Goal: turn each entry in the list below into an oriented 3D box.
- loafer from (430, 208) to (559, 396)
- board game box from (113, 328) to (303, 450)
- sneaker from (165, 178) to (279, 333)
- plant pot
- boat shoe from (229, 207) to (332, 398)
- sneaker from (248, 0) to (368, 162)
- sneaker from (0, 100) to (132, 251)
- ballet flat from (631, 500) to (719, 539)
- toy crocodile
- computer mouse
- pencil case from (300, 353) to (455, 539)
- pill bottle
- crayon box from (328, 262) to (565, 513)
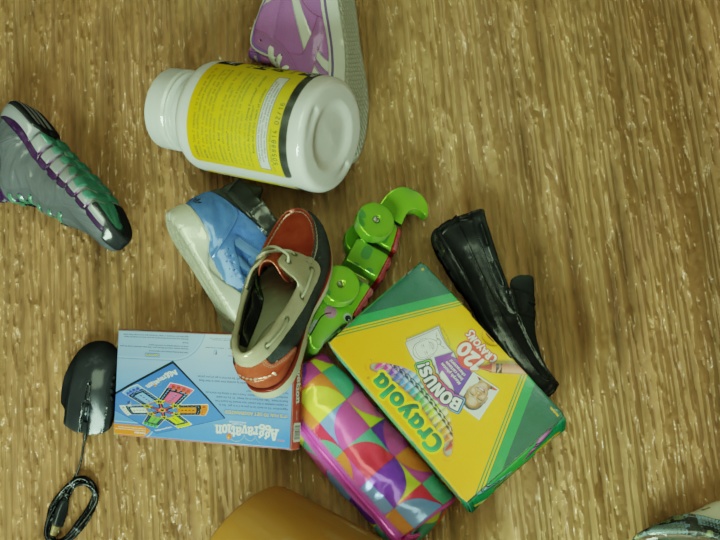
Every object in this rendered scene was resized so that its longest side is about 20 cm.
[{"bbox_3d":[0.141,0.030,1.228,0.070,0.068,0.201,-30,73,1],"label":"loafer"},{"bbox_3d":[-0.144,0.109,1.185,0.199,0.019,0.104,1,86,27],"label":"board game box"},{"bbox_3d":[-0.095,0.007,1.234,0.111,0.077,0.201,-29,87,-19],"label":"sneaker"},{"bbox_3d":[-0.043,0.294,1.109,0.183,0.200,0.200,35,78,26],"label":"plant pot"},{"bbox_3d":[-0.074,0.016,1.134,0.071,0.063,0.201,-5,50,22],"label":"boat shoe"},{"bbox_3d":[-0.056,-0.201,1.305,0.114,0.073,0.202,-9,79,19],"label":"sneaker"},{"bbox_3d":[-0.312,-0.076,1.275,0.088,0.074,0.200,-44,70,7],"label":"sneaker"},{"bbox_3d":[0.350,0.250,1.175,0.199,0.074,0.075,11,75,2],"label":"ballet flat"},{"bbox_3d":[0.000,0.000,1.228,0.062,0.068,0.200,30,63,-1],"label":"toy crocodile"},{"bbox_3d":[-0.270,0.164,1.217,0.058,0.034,0.201,7,75,2],"label":"computer mouse"},{"bbox_3d":[-0.005,0.171,1.185,0.088,0.088,0.200,-44,78,-10],"label":"pencil case"},{"bbox_3d":[-0.110,-0.145,1.235,0.199,0.111,0.112,12,74,29],"label":"pill bottle"},{"bbox_3d":[0.079,0.106,1.166,0.119,0.058,0.200,-40,69,-6],"label":"crayon box"}]
